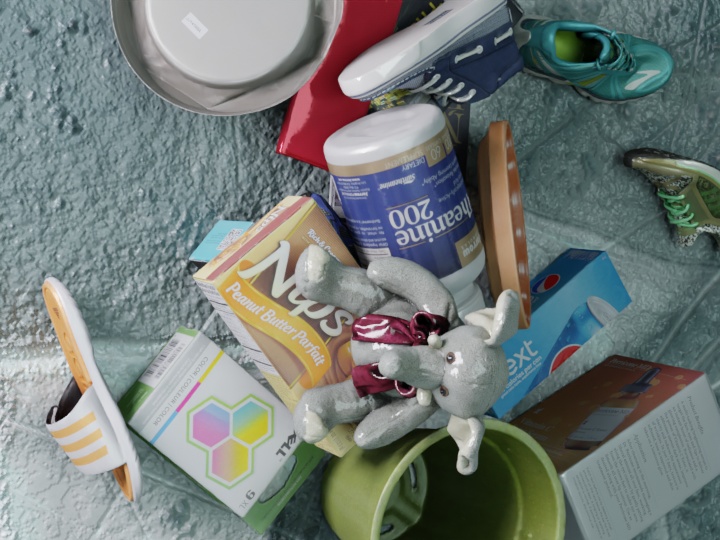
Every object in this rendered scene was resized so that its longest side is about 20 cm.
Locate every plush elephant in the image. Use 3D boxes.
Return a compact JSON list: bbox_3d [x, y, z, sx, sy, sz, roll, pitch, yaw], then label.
[{"bbox_3d":[0.051,0.075,1.058,0.199,0.155,0.166,7,92,-21],"label":"plush elephant"}]

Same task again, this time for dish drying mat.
[{"bbox_3d":[-0.016,-0.190,1.178,0.077,0.018,0.201,18,88,-27],"label":"dish drying mat"}]

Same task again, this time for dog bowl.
[{"bbox_3d":[-0.112,-0.228,1.128,0.199,0.059,0.201,0,88,1],"label":"dog bowl"}]

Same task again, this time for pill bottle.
[{"bbox_3d":[0.048,-0.038,1.166,0.111,0.111,0.201,-28,112,-23],"label":"pill bottle"}]

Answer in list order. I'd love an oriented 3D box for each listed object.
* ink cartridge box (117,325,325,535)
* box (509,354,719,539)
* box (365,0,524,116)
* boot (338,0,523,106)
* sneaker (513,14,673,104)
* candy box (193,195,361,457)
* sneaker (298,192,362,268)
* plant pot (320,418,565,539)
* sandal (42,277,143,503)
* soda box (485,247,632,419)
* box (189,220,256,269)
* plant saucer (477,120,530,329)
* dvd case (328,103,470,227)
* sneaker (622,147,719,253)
[{"bbox_3d":[-0.118,0.154,1.196,0.200,0.059,0.104,45,74,-23],"label":"ink cartridge box"},{"bbox_3d":[0.251,0.186,1.336,0.200,0.152,0.107,-30,106,-23],"label":"box"},{"bbox_3d":[0.039,-0.230,1.235,0.161,0.049,0.200,46,76,-24],"label":"box"},{"bbox_3d":[0.072,-0.181,1.182,0.200,0.073,0.091,-36,114,-27],"label":"boot"},{"bbox_3d":[0.245,-0.216,1.341,0.199,0.080,0.078,5,92,-28],"label":"sneaker"},{"bbox_3d":[-0.040,0.048,1.138,0.115,0.055,0.200,-41,110,-19],"label":"candy box"},{"bbox_3d":[0.000,0.000,1.247,0.079,0.075,0.200,-51,120,-27],"label":"sneaker"},{"bbox_3d":[0.055,0.220,1.218,0.199,0.190,0.201,-3,96,-27],"label":"plant pot"},{"bbox_3d":[-0.248,0.110,1.122,0.059,0.079,0.208,-23,96,-22],"label":"sandal"},{"bbox_3d":[0.181,0.061,1.340,0.200,0.064,0.068,-38,110,-19],"label":"soda box"},{"bbox_3d":[-0.060,0.037,1.204,0.200,0.082,0.049,44,74,-23],"label":"box"},{"bbox_3d":[0.138,-0.043,1.255,0.032,0.200,0.201,-5,98,11],"label":"plant saucer"},{"bbox_3d":[0.041,-0.140,1.279,0.148,0.016,0.201,2,93,-28],"label":"dvd case"},{"bbox_3d":[0.362,-0.071,1.421,0.199,0.077,0.089,22,93,-25],"label":"sneaker"}]
